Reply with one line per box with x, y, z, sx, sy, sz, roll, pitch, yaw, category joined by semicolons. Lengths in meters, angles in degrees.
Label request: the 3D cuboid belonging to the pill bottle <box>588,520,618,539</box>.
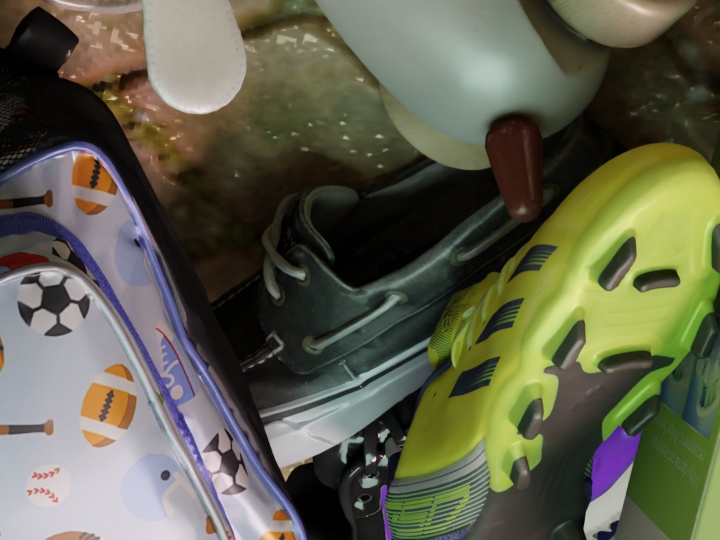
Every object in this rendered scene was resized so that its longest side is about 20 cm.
0.132;0.101;0.960;0.115;0.116;0.200;22;139;-18;pill bottle

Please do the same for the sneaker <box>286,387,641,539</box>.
0.035;0.050;0.946;0.099;0.070;0.200;21;137;-18;sneaker

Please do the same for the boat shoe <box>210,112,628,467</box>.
0.000;0.000;0.904;0.200;0.072;0.071;-26;124;19;boat shoe

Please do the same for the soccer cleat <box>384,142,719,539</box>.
0.046;0.025;0.820;0.064;0.084;0.200;-12;145;-25;soccer cleat

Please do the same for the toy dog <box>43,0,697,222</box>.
-0.006;-0.075;0.781;0.199;0.097;0.132;11;140;-6;toy dog

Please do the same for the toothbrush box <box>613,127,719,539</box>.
0.164;0.031;0.809;0.145;0.201;0.086;12;-175;-8;toothbrush box

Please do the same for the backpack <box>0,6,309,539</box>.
-0.127;0.060;0.823;0.190;0.154;0.201;-24;108;3;backpack
